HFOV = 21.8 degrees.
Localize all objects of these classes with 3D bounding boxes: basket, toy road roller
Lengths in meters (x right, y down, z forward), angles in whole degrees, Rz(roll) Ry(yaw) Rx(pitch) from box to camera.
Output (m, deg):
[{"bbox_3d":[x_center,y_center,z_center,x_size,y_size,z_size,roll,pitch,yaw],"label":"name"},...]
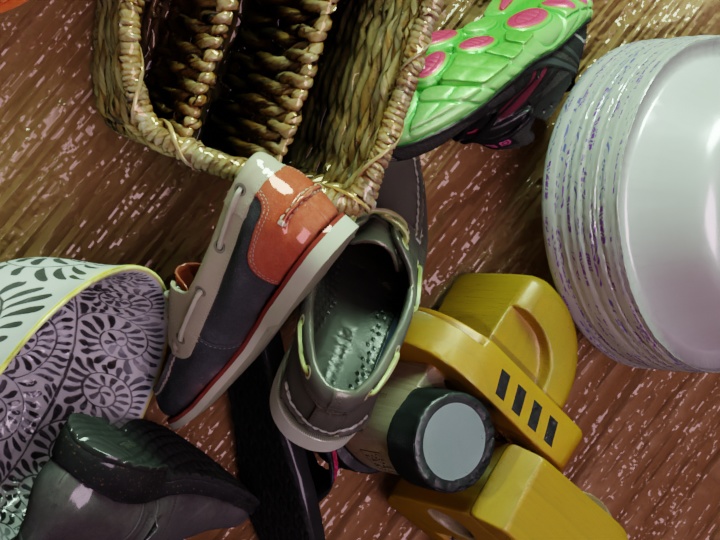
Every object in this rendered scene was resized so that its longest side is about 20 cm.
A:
[{"bbox_3d":[-0.050,-0.148,0.976,0.142,0.149,0.201,18,94,-27],"label":"basket"},{"bbox_3d":[0.083,0.092,1.109,0.200,0.123,0.146,44,70,-26],"label":"toy road roller"}]

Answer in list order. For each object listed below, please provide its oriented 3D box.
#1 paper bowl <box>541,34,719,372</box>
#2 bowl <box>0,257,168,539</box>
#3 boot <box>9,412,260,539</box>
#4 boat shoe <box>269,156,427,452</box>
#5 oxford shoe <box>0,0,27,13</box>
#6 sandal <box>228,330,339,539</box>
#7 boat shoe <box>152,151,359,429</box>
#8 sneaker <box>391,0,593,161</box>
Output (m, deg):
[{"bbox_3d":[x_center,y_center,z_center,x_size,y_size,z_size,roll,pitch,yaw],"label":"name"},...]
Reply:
[{"bbox_3d":[0.208,-0.039,1.114,0.200,0.104,0.202,-3,94,-43],"label":"paper bowl"},{"bbox_3d":[-0.194,0.065,0.965,0.094,0.201,0.202,29,87,16],"label":"bowl"},{"bbox_3d":[-0.139,0.150,1.009,0.132,0.070,0.200,-58,153,2],"label":"boot"},{"bbox_3d":[0.003,0.001,1.034,0.072,0.060,0.203,21,57,-10],"label":"boat shoe"},{"bbox_3d":[-0.174,-0.191,0.959,0.199,0.073,0.072,-30,125,3],"label":"oxford shoe"},{"bbox_3d":[-0.042,0.087,1.076,0.045,0.075,0.202,-19,106,-32],"label":"sandal"},{"bbox_3d":[-0.068,0.014,0.969,0.062,0.200,0.071,40,49,1],"label":"boat shoe"},{"bbox_3d":[0.073,-0.100,1.059,0.200,0.076,0.084,-32,128,-42],"label":"sneaker"}]
